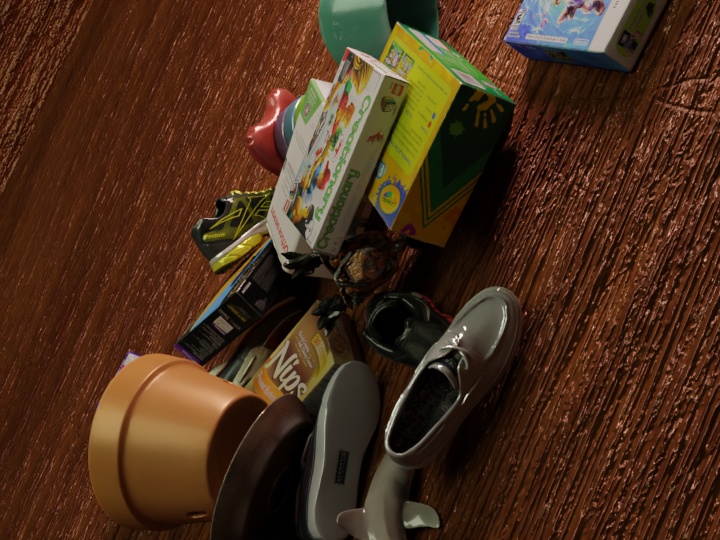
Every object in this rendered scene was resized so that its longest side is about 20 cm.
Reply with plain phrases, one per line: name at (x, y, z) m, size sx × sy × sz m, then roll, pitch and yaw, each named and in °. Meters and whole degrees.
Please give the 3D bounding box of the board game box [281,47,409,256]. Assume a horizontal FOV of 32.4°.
board game box at (-0.020, -0.130, 1.337) m, size 0.201 × 0.035 × 0.126 m, roll -67°, pitch 26°, yaw 14°

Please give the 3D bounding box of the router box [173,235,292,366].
router box at (-0.143, 0.024, 1.605) m, size 0.149 × 0.051 × 0.200 m, roll -39°, pitch 11°, yaw 38°

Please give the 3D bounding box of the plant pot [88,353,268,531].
plant pot at (-0.185, 0.198, 1.384) m, size 0.140 × 0.200 × 0.201 m, roll 3°, pitch 67°, yaw 31°

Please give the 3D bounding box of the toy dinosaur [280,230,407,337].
toy dinosaur at (0.000, 0.000, 1.396) m, size 0.135 × 0.200 × 0.102 m, roll -28°, pitch 72°, yaw 16°

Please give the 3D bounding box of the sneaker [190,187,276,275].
sneaker at (-0.148, -0.083, 1.685) m, size 0.200 × 0.085 × 0.074 m, roll -45°, pitch 7°, yaw -34°

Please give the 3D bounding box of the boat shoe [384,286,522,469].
boat shoe at (0.086, 0.099, 1.185) m, size 0.072 × 0.069 × 0.200 m, roll 39°, pitch 88°, yaw 19°

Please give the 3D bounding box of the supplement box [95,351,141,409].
supplement box at (-0.284, 0.211, 1.712) m, size 0.101 × 0.103 × 0.200 m, roll -58°, pitch 31°, yaw 7°

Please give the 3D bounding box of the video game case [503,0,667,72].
video game case at (0.254, -0.308, 1.311) m, size 0.182 × 0.045 × 0.200 m, roll -62°, pitch 28°, yaw 0°

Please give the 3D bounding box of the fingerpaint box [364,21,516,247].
fingerpaint box at (0.064, -0.146, 1.307) m, size 0.167 × 0.073 × 0.200 m, roll -64°, pitch 28°, yaw 18°

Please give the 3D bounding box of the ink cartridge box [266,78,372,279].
ink cartridge box at (-0.040, -0.109, 1.508) m, size 0.146 × 0.084 × 0.201 m, roll -114°, pitch 38°, yaw -56°

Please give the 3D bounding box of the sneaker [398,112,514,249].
sneaker at (0.091, -0.126, 1.390) m, size 0.200 × 0.073 × 0.085 m, roll -55°, pitch 40°, yaw 18°

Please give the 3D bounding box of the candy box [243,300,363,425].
candy box at (-0.079, 0.147, 1.472) m, size 0.200 × 0.055 × 0.116 m, roll -51°, pitch 33°, yaw 24°

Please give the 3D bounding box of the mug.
mug at (0.024, -0.318, 1.579) m, size 0.114 × 0.185 × 0.153 m, roll -4°, pitch 78°, yaw 28°

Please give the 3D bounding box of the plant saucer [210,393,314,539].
plant saucer at (-0.098, 0.233, 1.346) m, size 0.032 × 0.200 × 0.201 m, roll 21°, pitch 83°, yaw 19°

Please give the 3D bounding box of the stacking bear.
stacking bear at (-0.033, -0.194, 1.628) m, size 0.200 × 0.114 × 0.122 m, roll -14°, pitch 40°, yaw 41°

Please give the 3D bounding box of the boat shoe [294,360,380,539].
boat shoe at (-0.031, 0.197, 1.346) m, size 0.068 × 0.072 × 0.201 m, roll -17°, pitch 59°, yaw 53°

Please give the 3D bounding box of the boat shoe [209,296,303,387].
boat shoe at (-0.136, 0.120, 1.585) m, size 0.063 × 0.071 × 0.200 m, roll 45°, pitch 100°, yaw 20°

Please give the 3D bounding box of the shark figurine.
shark figurine at (0.023, 0.258, 1.184) m, size 0.128 × 0.089 × 0.215 m, roll -55°, pitch 28°, yaw 17°

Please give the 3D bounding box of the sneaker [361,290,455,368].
sneaker at (0.041, 0.054, 1.309) m, size 0.071 × 0.098 × 0.200 m, roll -63°, pitch 26°, yaw 3°
